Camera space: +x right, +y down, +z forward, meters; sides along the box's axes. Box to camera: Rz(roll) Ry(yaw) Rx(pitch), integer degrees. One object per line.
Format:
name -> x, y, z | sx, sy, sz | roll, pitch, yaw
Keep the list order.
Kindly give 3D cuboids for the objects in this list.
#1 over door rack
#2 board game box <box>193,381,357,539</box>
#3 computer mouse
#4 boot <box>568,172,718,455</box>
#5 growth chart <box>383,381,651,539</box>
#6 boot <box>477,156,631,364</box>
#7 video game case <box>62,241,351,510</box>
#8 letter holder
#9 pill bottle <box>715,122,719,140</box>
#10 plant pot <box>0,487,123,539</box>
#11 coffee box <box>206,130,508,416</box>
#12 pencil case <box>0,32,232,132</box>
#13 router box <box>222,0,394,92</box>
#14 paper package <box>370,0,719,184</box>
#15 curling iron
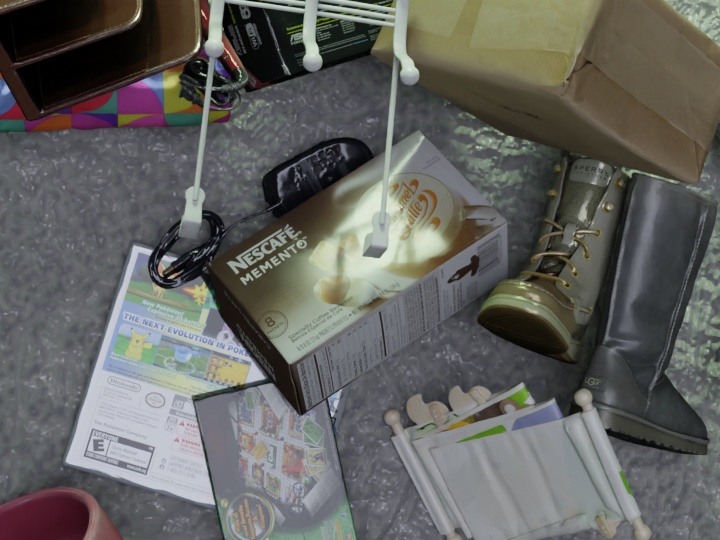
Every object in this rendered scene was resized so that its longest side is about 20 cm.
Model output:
over door rack -> -0.039, -0.114, 1.149 | 0.147, 0.067, 0.201 | 7, 89, -8
board game box -> -0.060, 0.186, 1.297 | 0.104, 0.023, 0.201 | -12, 92, -10
computer mouse -> -0.078, -0.045, 1.302 | 0.200, 0.034, 0.059 | -28, 102, -11
boot -> 0.240, 0.038, 1.313 | 0.182, 0.072, 0.201 | 23, 77, -52
growth chart -> 0.115, 0.151, 1.288 | 0.018, 0.200, 0.145 | -32, 106, -51
boot -> 0.153, -0.015, 1.269 | 0.072, 0.200, 0.155 | 19, 86, 17
video game case -> -0.112, 0.093, 1.310 | 0.199, 0.022, 0.183 | 18, 88, -8
letter holder -> -0.198, -0.226, 1.184 | 0.142, 0.101, 0.200 | -18, 49, 2
pill bottle -> 0.362, -0.100, 1.339 | 0.109, 0.109, 0.200 | -40, 97, -6
plant pot -> -0.234, 0.289, 1.218 | 0.200, 0.200, 0.179 | -31, 111, -7
coffee box -> 0.000, 0.000, 1.261 | 0.200, 0.080, 0.114 | -32, 59, -15
pencil case -> -0.191, -0.149, 1.261 | 0.199, 0.088, 0.089 | -6, 92, -9
router box -> -0.021, -0.233, 1.257 | 0.200, 0.062, 0.150 | -22, 95, -36
paper package -> 0.143, -0.155, 1.214 | 0.190, 0.200, 0.104 | 26, 86, -44
curling iron -> -0.132, -0.195, 1.230 | 0.049, 0.026, 0.200 | -13, 57, -18
